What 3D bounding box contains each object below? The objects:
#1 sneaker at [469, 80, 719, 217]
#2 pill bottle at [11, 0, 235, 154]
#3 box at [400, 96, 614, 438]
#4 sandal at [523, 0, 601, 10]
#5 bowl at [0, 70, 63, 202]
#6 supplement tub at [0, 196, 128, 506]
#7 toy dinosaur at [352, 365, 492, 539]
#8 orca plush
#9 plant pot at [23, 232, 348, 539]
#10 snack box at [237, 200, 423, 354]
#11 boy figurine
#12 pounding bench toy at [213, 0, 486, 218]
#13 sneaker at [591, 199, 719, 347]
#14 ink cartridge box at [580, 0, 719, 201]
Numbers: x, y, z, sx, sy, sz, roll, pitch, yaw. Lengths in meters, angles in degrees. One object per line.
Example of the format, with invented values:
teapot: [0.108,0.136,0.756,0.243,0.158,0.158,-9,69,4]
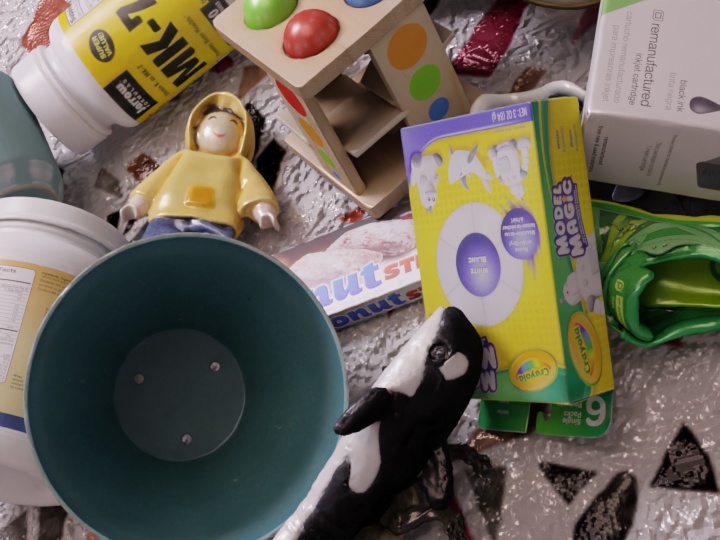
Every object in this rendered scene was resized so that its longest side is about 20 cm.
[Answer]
sneaker: [0.159,-0.073,0.788,0.199,0.079,0.079,11,68,31]
pill bottle: [-0.193,-0.198,1.030,0.200,0.114,0.115,-37,52,6]
box: [0.088,0.004,0.726,0.117,0.048,0.202,-5,96,51]
sandal: [0.102,-0.233,0.802,0.199,0.054,0.081,16,76,-6]
bowl: [-0.327,-0.058,0.994,0.105,0.201,0.201,41,86,18]
supplement tub: [-0.253,0.061,0.894,0.143,0.144,0.201,-5,61,26]
toy dinosaur: [0.032,0.144,0.755,0.088,0.047,0.201,-10,55,32]
orca plush: [0.018,0.121,0.703,0.071,0.105,0.200,37,80,19]
plant pot: [-0.117,0.083,0.797,0.198,0.135,0.202,1,84,-11]
snack box: [0.000,0.000,0.865,0.199,0.024,0.072,-21,53,17]
boy figurine: [-0.118,-0.055,0.924,0.123,0.065,0.201,8,53,11]
pounding bench toy: [-0.026,-0.170,0.883,0.124,0.156,0.200,-42,46,-8]
sneaker: [0.160,0.000,0.731,0.199,0.075,0.084,1,22,29]
ink cartridge box: [0.240,-0.120,0.722,0.198,0.084,0.146,9,67,8]
